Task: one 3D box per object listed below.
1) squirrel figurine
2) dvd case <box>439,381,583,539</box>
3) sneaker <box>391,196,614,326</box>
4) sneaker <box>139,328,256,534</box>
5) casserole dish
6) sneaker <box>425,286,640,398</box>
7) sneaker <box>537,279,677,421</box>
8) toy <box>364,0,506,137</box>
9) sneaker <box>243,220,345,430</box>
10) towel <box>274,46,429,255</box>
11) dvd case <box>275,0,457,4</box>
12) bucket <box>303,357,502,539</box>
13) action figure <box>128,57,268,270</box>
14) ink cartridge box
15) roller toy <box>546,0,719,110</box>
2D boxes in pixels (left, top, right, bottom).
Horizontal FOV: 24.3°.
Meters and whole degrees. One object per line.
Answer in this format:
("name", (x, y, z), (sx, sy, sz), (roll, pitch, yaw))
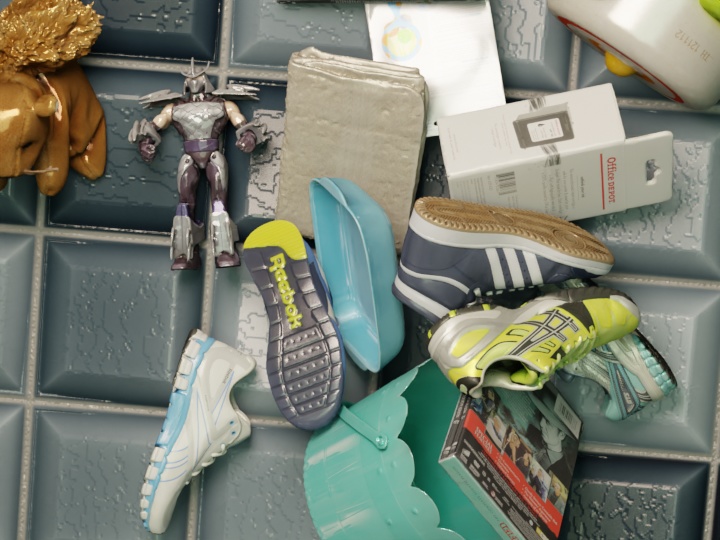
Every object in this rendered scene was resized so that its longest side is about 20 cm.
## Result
("squirrel figurine", (-0.308, -0.166, 1.516), (0.141, 0.187, 0.200), (10, 95, 2))
("dvd case", (0.140, 0.154, 1.503), (0.022, 0.200, 0.146), (-26, 114, 33))
("sneaker", (0.122, 0.004, 1.495), (0.200, 0.070, 0.109), (10, 116, -22))
("sneaker", (-0.152, 0.162, 1.597), (0.087, 0.075, 0.200), (18, 96, -5))
("casserole dish", (0.000, 0.000, 1.537), (0.039, 0.121, 0.200), (-19, 125, -19))
("sneaker", (0.159, 0.069, 1.475), (0.200, 0.075, 0.076), (-12, 55, -17))
("sneaker", (0.203, 0.059, 1.568), (0.086, 0.078, 0.200), (-42, 92, 9))
("toy", (0.068, -0.225, 1.563), (0.115, 0.047, 0.200), (-9, 91, 10))
("sneaker", (-0.051, 0.054, 1.545), (0.074, 0.082, 0.200), (-15, 68, 8))
("towel", (-0.010, -0.108, 1.544), (0.132, 0.034, 0.200), (12, 126, 4))
("dvd case", (0.019, -0.319, 1.539), (0.200, 0.022, 0.146), (1, 89, 17))
("bucket", (0.055, 0.191, 1.516), (0.135, 0.207, 0.207), (-26, 94, 31))
("action figure", (-0.148, -0.101, 1.575), (0.130, 0.069, 0.200), (-4, 90, 13))
("ink cartridge box", (0.178, -0.100, 1.523), (0.200, 0.116, 0.067), (-11, 59, 3))
("roller toy", (0.265, -0.233, 1.488), (0.182, 0.200, 0.140), (36, 96, 10))
